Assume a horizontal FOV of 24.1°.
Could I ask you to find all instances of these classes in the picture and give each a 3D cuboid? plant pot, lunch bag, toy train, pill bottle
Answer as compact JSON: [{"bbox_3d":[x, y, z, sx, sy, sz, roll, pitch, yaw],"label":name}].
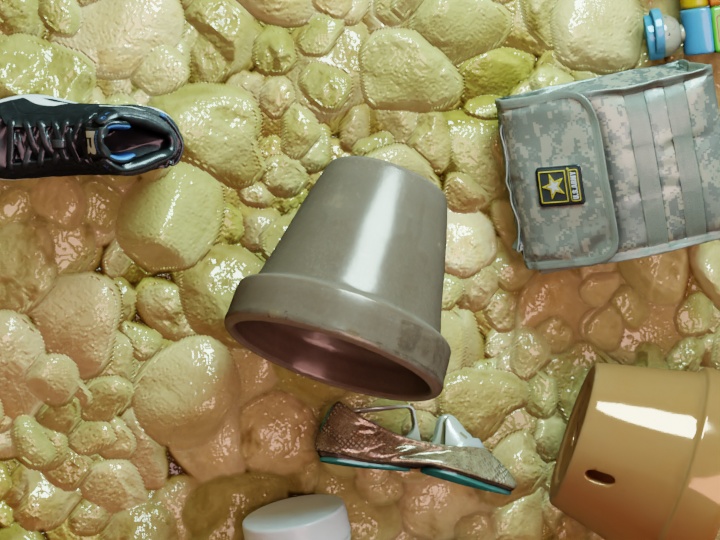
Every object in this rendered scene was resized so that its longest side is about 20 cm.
[{"bbox_3d":[0.259,0.173,1.552,0.139,0.200,0.201,18,93,3],"label":"plant pot"},{"bbox_3d":[0.227,-0.095,1.542,0.198,0.118,0.165,-12,101,-4],"label":"lunch bag"},{"bbox_3d":[0.000,0.000,1.477,0.199,0.200,0.176,23,75,-14],"label":"plant pot"},{"bbox_3d":[0.311,-0.295,1.559,0.115,0.085,0.202,-8,99,2],"label":"toy train"},{"bbox_3d":[-0.043,0.314,1.530,0.113,0.114,0.202,-12,99,-11],"label":"pill bottle"}]

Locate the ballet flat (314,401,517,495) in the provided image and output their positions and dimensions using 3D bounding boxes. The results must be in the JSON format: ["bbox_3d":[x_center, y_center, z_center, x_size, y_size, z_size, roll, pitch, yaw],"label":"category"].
[{"bbox_3d":[0.057,0.160,1.561,0.199,0.070,0.066,13,80,-17],"label":"ballet flat"}]

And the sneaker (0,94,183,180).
[{"bbox_3d":[-0.249,-0.114,1.434,0.198,0.112,0.074,-4,97,-12],"label":"sneaker"}]
